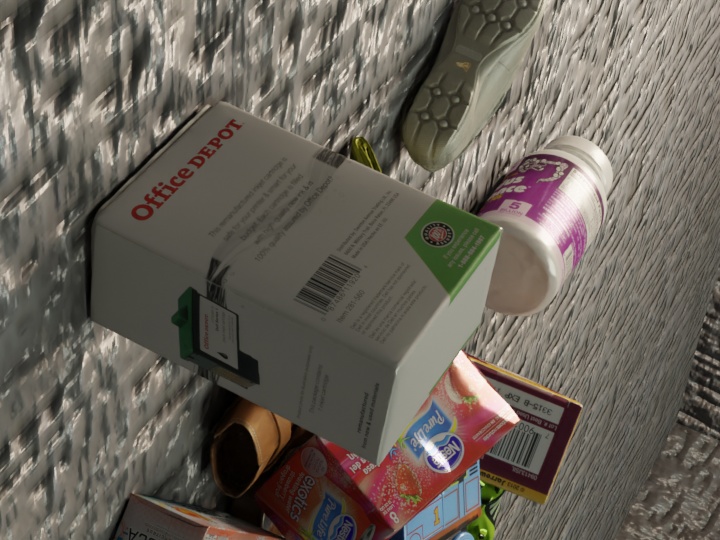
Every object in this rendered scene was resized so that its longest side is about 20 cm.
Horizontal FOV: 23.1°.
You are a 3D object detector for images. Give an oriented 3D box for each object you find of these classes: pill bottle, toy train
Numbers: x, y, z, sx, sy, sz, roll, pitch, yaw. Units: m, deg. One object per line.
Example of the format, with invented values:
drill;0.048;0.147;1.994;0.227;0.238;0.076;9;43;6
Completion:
pill bottle;0.182;-0.052;1.779;0.200;0.112;0.113;-51;156;-46
toy train;0.031;0.222;1.480;0.200;0.086;0.115;-20;110;-55

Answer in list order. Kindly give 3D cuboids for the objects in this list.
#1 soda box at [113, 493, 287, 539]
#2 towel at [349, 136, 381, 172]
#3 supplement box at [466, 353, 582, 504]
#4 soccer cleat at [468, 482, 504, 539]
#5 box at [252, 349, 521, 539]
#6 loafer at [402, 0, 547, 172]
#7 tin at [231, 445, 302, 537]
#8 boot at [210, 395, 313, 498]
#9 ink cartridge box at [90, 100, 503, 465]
soda box;-0.116;0.209;1.272;0.069;0.063;0.200;-68;162;-6
towel;0.000;0.000;1.371;0.086;0.018;0.201;-108;-161;-47
supplement box;0.122;0.143;1.696;0.200;0.130;0.104;-170;-79;-85
soccer cleat;0.145;0.262;2.144;0.201;0.067;0.081;94;7;-46
box;0.023;0.145;1.377;0.100;0.096;0.200;-44;173;40
loafer;0.097;-0.172;1.459;0.201;0.070;0.070;-57;166;-10
tin;-0.050;0.212;1.450;0.112;0.042;0.201;-48;141;-31
boot;-0.050;0.063;1.289;0.155;0.073;0.201;-45;150;-43
ink cartridge box;-0.039;0.002;1.031;0.146;0.199;0.085;-49;158;-44
